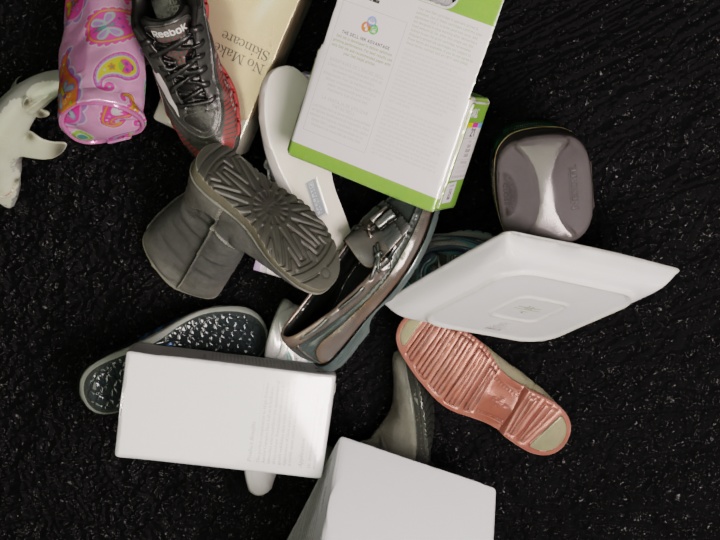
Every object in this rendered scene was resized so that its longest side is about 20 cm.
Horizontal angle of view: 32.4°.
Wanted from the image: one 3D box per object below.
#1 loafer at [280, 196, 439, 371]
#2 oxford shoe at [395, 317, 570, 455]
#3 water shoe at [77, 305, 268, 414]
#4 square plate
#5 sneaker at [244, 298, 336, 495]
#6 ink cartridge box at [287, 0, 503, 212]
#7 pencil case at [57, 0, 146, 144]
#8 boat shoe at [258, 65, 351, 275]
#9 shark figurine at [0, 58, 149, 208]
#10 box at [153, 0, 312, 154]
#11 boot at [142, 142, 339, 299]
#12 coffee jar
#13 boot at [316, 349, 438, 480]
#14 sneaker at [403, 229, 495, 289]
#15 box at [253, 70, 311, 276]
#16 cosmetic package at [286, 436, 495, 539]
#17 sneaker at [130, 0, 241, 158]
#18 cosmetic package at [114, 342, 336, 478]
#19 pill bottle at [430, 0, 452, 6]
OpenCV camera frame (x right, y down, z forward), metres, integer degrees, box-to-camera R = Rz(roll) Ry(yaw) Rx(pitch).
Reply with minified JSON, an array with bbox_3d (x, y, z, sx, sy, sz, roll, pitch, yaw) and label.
[{"bbox_3d":[0.000,0.000,1.135,0.062,0.072,0.202,26,100,-35],"label":"loafer"},{"bbox_3d":[0.116,0.109,1.224,0.199,0.074,0.071,39,98,-6],"label":"oxford shoe"},{"bbox_3d":[-0.192,0.081,1.249,0.197,0.079,0.073,-18,102,-19],"label":"water shoe"},{"bbox_3d":[0.152,0.024,1.122,0.197,0.198,0.029,11,65,-29],"label":"square plate"},{"bbox_3d":[-0.069,0.135,1.247,0.079,0.070,0.204,14,99,-1],"label":"sneaker"},{"bbox_3d":[0.041,-0.171,1.068,0.146,0.076,0.203,22,102,15],"label":"ink cartridge box"},{"bbox_3d":[-0.237,-0.220,1.152,0.086,0.088,0.203,-6,67,5],"label":"pencil case"},{"bbox_3d":[-0.060,-0.091,1.172,0.072,0.068,0.203,-30,109,-31],"label":"boat shoe"},{"bbox_3d":[-0.315,-0.169,1.216,0.213,0.090,0.128,-34,129,16],"label":"shark figurine"},{"bbox_3d":[-0.115,-0.220,1.188,0.094,0.078,0.203,23,100,0],"label":"box"},{"bbox_3d":[-0.119,-0.014,1.168,0.182,0.072,0.200,46,142,4],"label":"boot"},{"bbox_3d":[0.161,-0.081,1.127,0.084,0.200,0.106,-5,98,5],"label":"coffee jar"},{"bbox_3d":[0.011,0.180,1.253,0.128,0.068,0.204,-4,98,11],"label":"boot"},{"bbox_3d":[0.047,-0.006,1.206,0.196,0.086,0.079,-6,98,5],"label":"sneaker"},{"bbox_3d":[-0.063,-0.093,1.224,0.041,0.039,0.203,15,100,-1],"label":"box"},{"bbox_3d":[0.013,0.302,1.171,0.164,0.169,0.201,20,132,-7],"label":"cosmetic package"},{"bbox_3d":[-0.159,-0.190,1.107,0.070,0.098,0.204,-14,98,6],"label":"sneaker"},{"bbox_3d":[-0.127,0.132,1.176,0.196,0.074,0.104,9,93,-6],"label":"cosmetic package"},{"bbox_3d":[0.041,-0.194,1.164,0.109,0.111,0.204,9,99,3],"label":"pill bottle"}]
